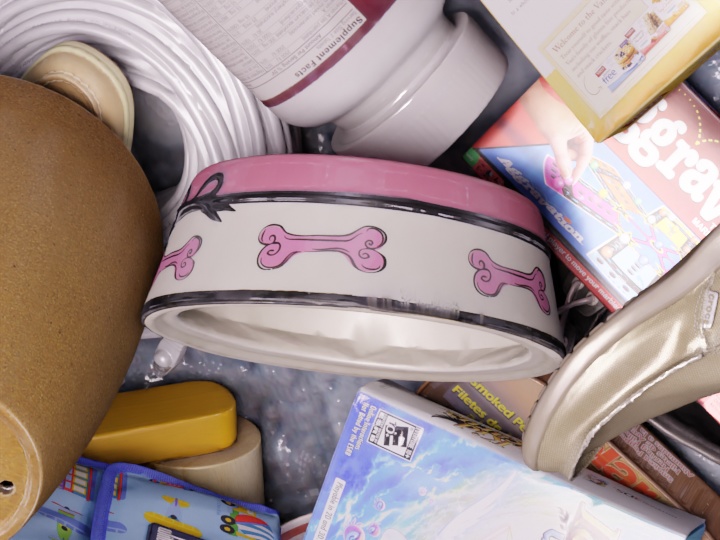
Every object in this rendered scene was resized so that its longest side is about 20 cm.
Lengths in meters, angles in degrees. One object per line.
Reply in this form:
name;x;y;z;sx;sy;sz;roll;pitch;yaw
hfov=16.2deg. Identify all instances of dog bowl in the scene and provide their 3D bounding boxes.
dog bowl;0.000;0.000;1.183;0.200;0.200;0.074;1;78;21

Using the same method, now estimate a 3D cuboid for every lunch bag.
lunch bag;-0.121;0.157;1.220;0.200;0.151;0.094;7;111;-6

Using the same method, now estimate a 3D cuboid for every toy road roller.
toy road roller;-0.160;0.120;1.377;0.200;0.146;0.123;-8;113;-16

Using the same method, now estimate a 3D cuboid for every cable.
cable;-0.123;-0.065;1.296;0.200;0.069;0.200;43;119;0

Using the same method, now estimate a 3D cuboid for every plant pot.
plant pot;-0.183;0.035;1.149;0.186;0.200;0.187;-2;119;-3

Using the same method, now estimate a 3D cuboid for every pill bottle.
pill bottle;-0.029;-0.138;1.194;0.200;0.110;0.110;44;121;-15

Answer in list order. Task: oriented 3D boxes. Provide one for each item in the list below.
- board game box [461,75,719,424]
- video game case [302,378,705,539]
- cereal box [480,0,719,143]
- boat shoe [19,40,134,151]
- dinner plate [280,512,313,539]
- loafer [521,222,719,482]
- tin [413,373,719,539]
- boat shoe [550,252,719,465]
board game box;0.153;-0.019;1.205;0.200;0.019;0.103;46;101;7
video game case;0.051;0.181;1.259;0.181;0.045;0.200;23;102;16
cereal box;0.102;-0.180;1.161;0.144;0.040;0.200;-41;83;29
boat shoe;-0.176;-0.024;1.257;0.073;0.063;0.200;34;118;6
dinner plate;0.012;0.216;1.330;0.200;0.024;0.201;5;107;17
loafer;0.156;0.032;1.159;0.200;0.076;0.068;-45;77;12
tin;0.113;0.117;1.290;0.200;0.042;0.112;43;135;-1
boat shoe;0.142;0.036;1.242;0.200;0.057;0.067;32;120;6
